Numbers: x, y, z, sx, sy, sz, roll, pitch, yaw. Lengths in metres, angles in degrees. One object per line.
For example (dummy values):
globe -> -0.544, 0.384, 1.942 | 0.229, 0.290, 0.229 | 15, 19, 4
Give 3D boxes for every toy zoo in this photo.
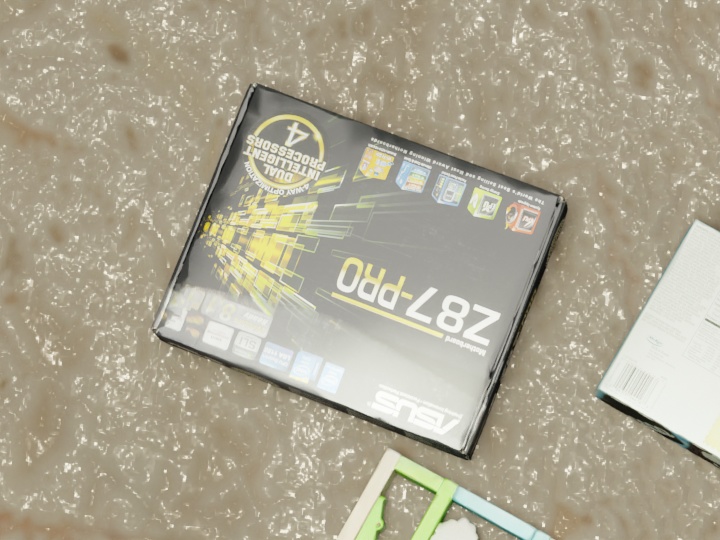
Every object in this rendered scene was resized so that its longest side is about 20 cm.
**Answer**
toy zoo -> 0.071, 0.205, 1.636 | 0.200, 0.020, 0.131 | 29, 82, 9

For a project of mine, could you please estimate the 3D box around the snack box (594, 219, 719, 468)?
snack box -> 0.249, 0.070, 1.642 | 0.200, 0.037, 0.116 | 30, 82, 9

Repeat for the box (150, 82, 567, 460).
box -> 0.000, 0.000, 1.668 | 0.200, 0.049, 0.161 | 22, 84, 8
